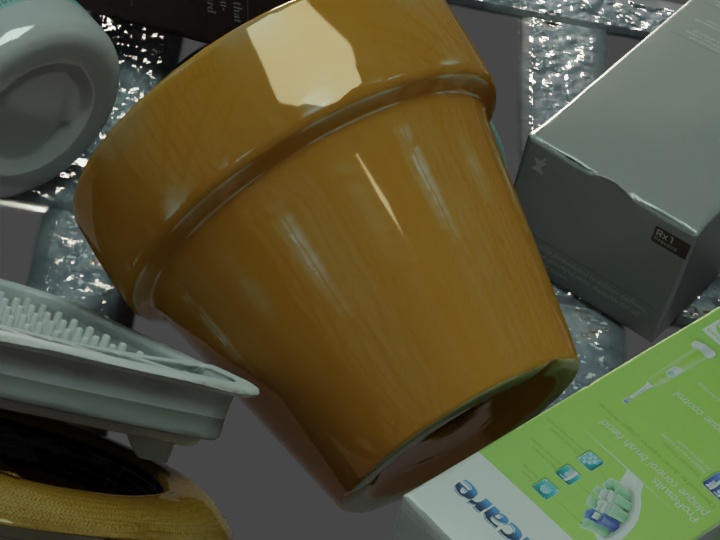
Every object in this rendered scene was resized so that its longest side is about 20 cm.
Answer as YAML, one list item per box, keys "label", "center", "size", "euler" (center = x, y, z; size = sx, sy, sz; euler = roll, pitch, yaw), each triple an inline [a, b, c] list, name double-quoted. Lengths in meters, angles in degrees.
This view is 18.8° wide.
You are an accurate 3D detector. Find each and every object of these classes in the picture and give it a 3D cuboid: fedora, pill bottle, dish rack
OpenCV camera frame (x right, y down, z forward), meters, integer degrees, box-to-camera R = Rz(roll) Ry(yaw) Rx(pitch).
- label: "fedora"
  center: [-0.150, 0.105, 0.866]
  size: [0.200, 0.082, 0.201]
  euler: [18, 3, -1]
- label: "pill bottle"
  center: [-0.219, -0.136, 1.113]
  size: [0.111, 0.111, 0.200]
  euler: [-22, 54, -34]
- label: "dish rack"
  center: [-0.158, 0.032, 0.923]
  size: [0.171, 0.044, 0.200]
  euler: [15, 4, -39]

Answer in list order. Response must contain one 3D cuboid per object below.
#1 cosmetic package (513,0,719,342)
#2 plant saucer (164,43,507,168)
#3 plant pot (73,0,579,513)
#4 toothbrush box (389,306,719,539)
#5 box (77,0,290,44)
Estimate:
- label: "cosmetic package"
  center: [0.172, -0.061, 1.166]
  size: [0.107, 0.090, 0.200]
  euler: [34, 48, 20]
- label: "plant saucer"
  center: [-0.014, -0.081, 1.169]
  size: [0.199, 0.036, 0.200]
  euler: [8, 43, -8]
- label: "plant pot"
  center: [0.000, 0.000, 0.984]
  size: [0.200, 0.200, 0.184]
  euler: [-22, 71, -34]
- label: "toothbrush box"
  center: [0.098, 0.124, 0.900]
  size: [0.200, 0.146, 0.086]
  euler: [-25, 56, -36]
- label: "box"
  center: [-0.065, -0.232, 1.186]
  size: [0.199, 0.165, 0.166]
  euler: [16, 36, 22]
